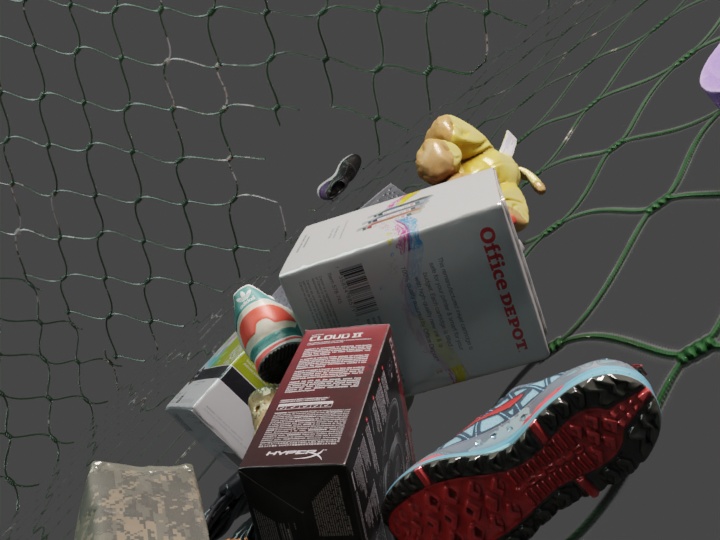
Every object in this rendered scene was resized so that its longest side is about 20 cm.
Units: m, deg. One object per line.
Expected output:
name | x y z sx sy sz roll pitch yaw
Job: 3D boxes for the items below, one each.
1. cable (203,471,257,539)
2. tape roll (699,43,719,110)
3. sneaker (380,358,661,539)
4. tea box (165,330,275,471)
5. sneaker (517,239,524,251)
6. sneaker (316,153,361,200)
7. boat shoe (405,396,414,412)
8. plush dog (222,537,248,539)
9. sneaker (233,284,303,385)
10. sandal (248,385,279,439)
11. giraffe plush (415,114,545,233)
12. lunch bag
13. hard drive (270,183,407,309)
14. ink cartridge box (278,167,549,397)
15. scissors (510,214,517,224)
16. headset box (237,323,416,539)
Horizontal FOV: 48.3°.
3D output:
cable | -0.147 0.291 0.868 0.200 0.051 0.163 -41 16 5
tape roll | 0.371 -0.174 0.608 0.200 0.085 0.200 -43 11 11
sneaker | 0.106 0.125 0.530 0.200 0.079 0.096 -33 1 20
tea box | -0.131 0.154 1.062 0.197 0.134 0.200 -48 11 -23
sneaker | 0.111 0.008 0.932 0.200 0.075 0.116 -16 23 47
sneaker | -0.054 -0.312 2.727 0.200 0.076 0.088 -50 27 -11
boat shoe | -0.016 0.180 0.764 0.201 0.070 0.072 -52 -5 -31
plush dog | -0.040 0.220 0.388 0.160 0.172 0.200 -41 10 12
sneaker | -0.076 0.070 0.798 0.070 0.094 0.200 -32 -20 -2
sandal | -0.070 0.132 0.728 0.078 0.070 0.212 -52 -3 23
giraffe plush | 0.118 -0.089 1.029 0.162 0.173 0.200 -45 -6 37
lunch bag | -0.199 0.299 0.704 0.164 0.117 0.200 -129 52 -60
hard drive | 0.000 0.000 0.915 0.200 0.042 0.135 -44 40 -3
ink cartridge box | 0.053 0.014 0.732 0.199 0.146 0.145 -16 17 13
scissors | 0.072 0.003 0.817 0.200 0.014 0.073 -32 -4 -6
headset box | -0.012 0.143 0.603 0.077 0.149 0.200 -5 24 13
